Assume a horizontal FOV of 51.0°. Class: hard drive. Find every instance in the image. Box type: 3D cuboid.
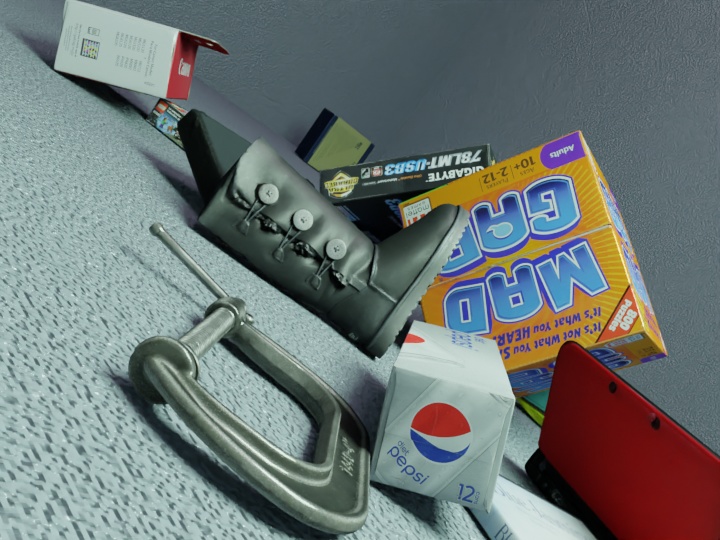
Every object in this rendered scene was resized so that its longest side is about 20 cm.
[{"bbox_3d":[-0.095,-0.071,0.781,0.200,0.033,0.140,28,31,-54],"label":"hard drive"}]

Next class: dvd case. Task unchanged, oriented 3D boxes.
[{"bbox_3d":[0.139,0.193,0.440,0.142,0.018,0.200,33,8,-28],"label":"dvd case"}]

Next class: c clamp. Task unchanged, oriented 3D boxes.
[{"bbox_3d":[-0.061,0.050,0.373,0.171,0.027,0.200,41,5,-9],"label":"c clamp"}]

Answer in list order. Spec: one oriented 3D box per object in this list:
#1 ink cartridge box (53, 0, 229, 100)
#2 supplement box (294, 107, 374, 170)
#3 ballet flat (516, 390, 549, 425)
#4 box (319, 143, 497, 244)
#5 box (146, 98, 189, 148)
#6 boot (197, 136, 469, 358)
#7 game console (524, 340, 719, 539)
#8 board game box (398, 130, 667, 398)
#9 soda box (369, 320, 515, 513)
[{"bbox_3d":[-0.263,-0.265,0.950,0.174,0.085,0.200,14,11,-7],"label":"ink cartridge box"},{"bbox_3d":[-0.094,-0.446,2.761,0.199,0.201,0.134,32,8,-28],"label":"supplement box"},{"bbox_3d":[0.265,0.192,0.923,0.200,0.067,0.067,42,-13,46],"label":"ballet flat"},{"bbox_3d":[0.075,-0.082,0.908,0.196,0.050,0.200,-7,-16,17],"label":"box"},{"bbox_3d":[-0.200,-0.172,1.072,0.136,0.038,0.200,38,7,8],"label":"box"},{"bbox_3d":[-0.021,-0.046,0.664,0.199,0.165,0.066,36,-21,-2],"label":"boot"},{"bbox_3d":[0.224,0.174,0.570,0.172,0.119,0.200,33,8,-26],"label":"game console"},{"bbox_3d":[0.186,0.012,0.802,0.199,0.198,0.202,24,49,-60],"label":"board game box"},{"bbox_3d":[0.052,0.080,0.480,0.068,0.064,0.200,14,5,7],"label":"soda box"}]
